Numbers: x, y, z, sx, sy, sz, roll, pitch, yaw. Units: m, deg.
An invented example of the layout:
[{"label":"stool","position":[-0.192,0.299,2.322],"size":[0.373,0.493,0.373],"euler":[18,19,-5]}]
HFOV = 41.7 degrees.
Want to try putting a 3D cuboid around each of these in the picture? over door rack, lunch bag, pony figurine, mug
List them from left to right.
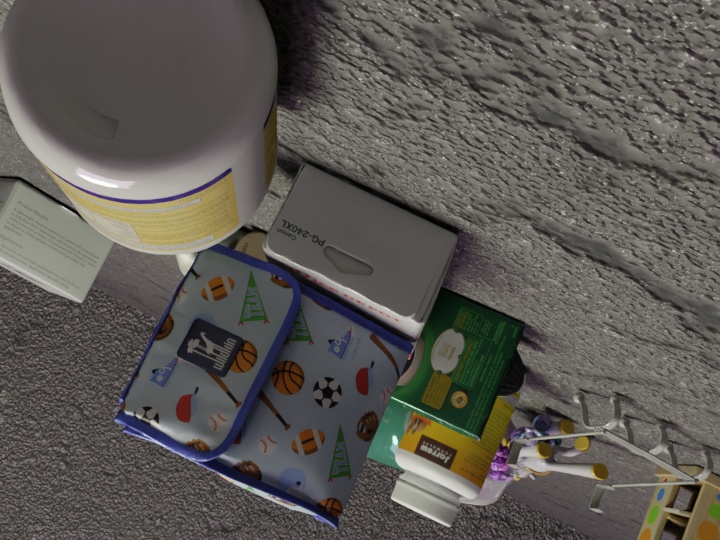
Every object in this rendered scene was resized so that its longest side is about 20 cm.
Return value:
[{"label":"lunch bag","position":[-0.080,0.093,0.783],"size":[0.199,0.171,0.124],"euler":[30,163,-15]},{"label":"mug","position":[0.070,0.217,1.415],"size":[0.114,0.153,0.185],"euler":[8,159,45]},{"label":"pony figurine","position":[0.222,0.258,1.343],"size":[0.191,0.168,0.200],"euler":[23,154,-21]},{"label":"over door rack","position":[0.286,0.208,1.103],"size":[0.147,0.067,0.200],"euler":[29,146,-14]}]

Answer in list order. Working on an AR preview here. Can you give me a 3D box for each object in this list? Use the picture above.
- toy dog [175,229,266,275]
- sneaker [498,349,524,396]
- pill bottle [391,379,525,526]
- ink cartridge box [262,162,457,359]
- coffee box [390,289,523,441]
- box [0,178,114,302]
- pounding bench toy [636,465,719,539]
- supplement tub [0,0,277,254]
[{"label":"toy dog","position":[-0.184,-0.015,1.118],"size":[0.198,0.097,0.132],"euler":[19,166,28]},{"label":"sneaker","position":[0.087,0.071,1.012],"size":[0.199,0.074,0.081],"euler":[31,176,15]},{"label":"pill bottle","position":[0.111,0.190,1.112],"size":[0.108,0.202,0.109],"euler":[24,167,6]},{"label":"ink cartridge box","position":[0.000,0.000,0.838],"size":[0.144,0.084,0.200],"euler":[25,167,5]},{"label":"coffee box","position":[0.051,0.073,0.950],"size":[0.198,0.124,0.044],"euler":[22,170,13]},{"label":"box","position":[-0.570,-0.056,1.649],"size":[0.198,0.132,0.199],"euler":[35,166,-35]},{"label":"pounding bench toy","position":[0.464,0.365,1.210],"size":[0.198,0.157,0.124],"euler":[26,167,0]},{"label":"supplement tub","position":[-0.122,-0.091,0.573],"size":[0.144,0.147,0.200],"euler":[26,167,0]}]
